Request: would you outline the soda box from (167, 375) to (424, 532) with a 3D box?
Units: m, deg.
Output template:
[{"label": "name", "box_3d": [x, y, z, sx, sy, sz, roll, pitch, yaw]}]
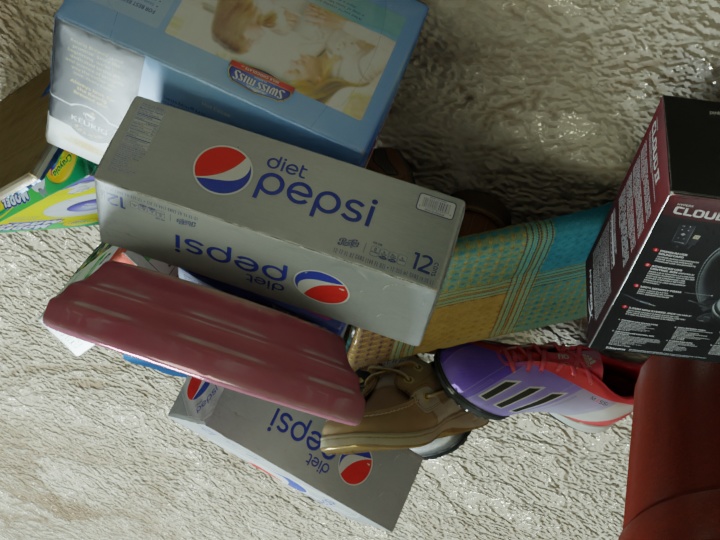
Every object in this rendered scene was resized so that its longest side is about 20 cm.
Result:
[{"label": "soda box", "box_3d": [-0.047, 0.131, 0.997, 0.200, 0.069, 0.063, 35, 162, -32]}]

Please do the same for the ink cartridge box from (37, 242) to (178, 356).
[{"label": "ink cartridge box", "box_3d": [-0.166, -0.017, 1.023, 0.050, 0.109, 0.200, 45, 132, -14]}]

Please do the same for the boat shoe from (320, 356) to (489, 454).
[{"label": "boat shoe", "box_3d": [0.032, 0.097, 0.974, 0.073, 0.070, 0.200, -8, 178, 30]}]

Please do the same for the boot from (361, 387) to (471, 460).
[{"label": "boot", "box_3d": [-0.009, 0.116, 1.144, 0.199, 0.070, 0.132, 0, 158, 30]}]

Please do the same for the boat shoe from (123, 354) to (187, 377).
[{"label": "boat shoe", "box_3d": [-0.149, 0.063, 1.171, 0.084, 0.069, 0.200, 5, 170, 10]}]

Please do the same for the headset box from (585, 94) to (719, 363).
[{"label": "headset box", "box_3d": [0.235, -0.022, 0.789, 0.148, 0.078, 0.200, 6, 146, -2]}]

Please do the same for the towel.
[{"label": "towel", "box_3d": [0.090, 0.010, 0.899, 0.199, 0.022, 0.147, -11, 150, -17]}]

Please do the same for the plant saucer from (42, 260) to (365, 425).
[{"label": "plant saucer", "box_3d": [-0.088, 0.041, 0.773, 0.199, 0.051, 0.201, 18, 175, 2]}]

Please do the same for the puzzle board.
[{"label": "puzzle board", "box_3d": [-0.250, -0.096, 0.939, 0.017, 0.151, 0.199, 41, 143, -27]}]

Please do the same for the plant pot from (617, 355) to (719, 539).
[{"label": "plant pot", "box_3d": [0.273, 0.160, 0.924, 0.199, 0.196, 0.201, 5, 140, 4]}]

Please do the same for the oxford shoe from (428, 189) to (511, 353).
[{"label": "oxford shoe", "box_3d": [0.061, 0.020, 0.994, 0.071, 0.072, 0.200, 19, 149, 4]}]

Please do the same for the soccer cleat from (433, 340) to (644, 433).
[{"label": "soccer cleat", "box_3d": [0.144, 0.080, 0.995, 0.199, 0.069, 0.073, 15, 140, -35]}]

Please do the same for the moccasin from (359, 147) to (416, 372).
[{"label": "moccasin", "box_3d": [0.001, 0.001, 0.961, 0.077, 0.074, 0.202, -13, 140, -12]}]

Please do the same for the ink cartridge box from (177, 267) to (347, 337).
[{"label": "ink cartridge box", "box_3d": [-0.065, 0.020, 0.880, 0.119, 0.042, 0.200, 24, 159, 2]}]

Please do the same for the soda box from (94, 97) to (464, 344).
[{"label": "soda box", "box_3d": [-0.047, -0.028, 0.732, 0.199, 0.064, 0.068, 18, 149, 3]}]

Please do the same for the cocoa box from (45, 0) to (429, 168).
[{"label": "cocoa box", "box_3d": [-0.079, -0.124, 0.810, 0.199, 0.134, 0.131, 24, 147, -1]}]

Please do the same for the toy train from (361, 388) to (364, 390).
[{"label": "toy train", "box_3d": [0.026, 0.126, 1.090, 0.199, 0.042, 0.057, -17, 127, 3]}]

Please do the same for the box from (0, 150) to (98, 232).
[{"label": "box", "box_3d": [-0.219, -0.070, 0.999, 0.117, 0.049, 0.199, -8, 175, -43]}]

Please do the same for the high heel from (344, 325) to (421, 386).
[{"label": "high heel", "box_3d": [0.004, 0.024, 1.054, 0.199, 0.072, 0.143, 24, 128, -27]}]
